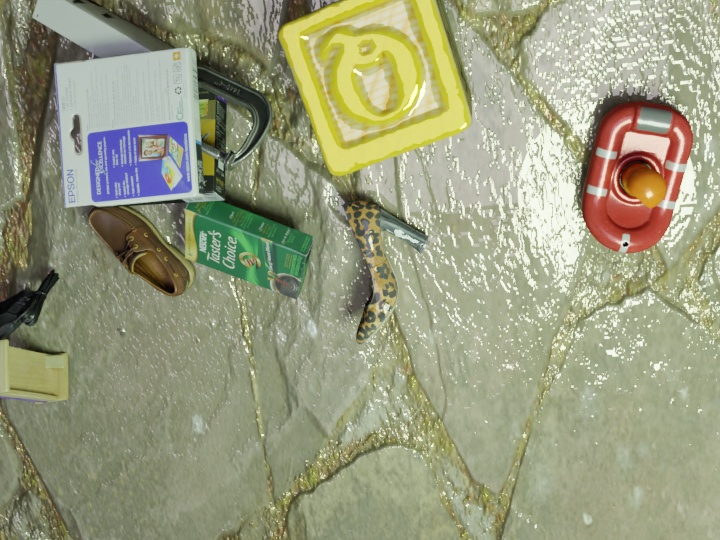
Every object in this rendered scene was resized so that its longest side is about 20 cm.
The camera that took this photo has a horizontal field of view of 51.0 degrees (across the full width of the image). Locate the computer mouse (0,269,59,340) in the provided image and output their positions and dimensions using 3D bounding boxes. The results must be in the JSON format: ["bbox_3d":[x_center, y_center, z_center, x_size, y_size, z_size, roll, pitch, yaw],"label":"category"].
[{"bbox_3d":[-0.582,0.089,1.255,0.197,0.142,0.046,-28,118,18],"label":"computer mouse"}]

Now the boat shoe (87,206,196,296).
[{"bbox_3d":[-0.354,-0.033,1.207,0.199,0.068,0.072,40,111,-7],"label":"boat shoe"}]

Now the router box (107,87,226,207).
[{"bbox_3d":[-0.297,-0.181,1.113,0.194,0.052,0.162,-3,80,10],"label":"router box"}]

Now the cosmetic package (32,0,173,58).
[{"bbox_3d":[-0.358,-0.336,1.086,0.197,0.083,0.051,30,113,-4],"label":"cosmetic package"}]

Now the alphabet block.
[{"bbox_3d":[0.029,-0.262,0.982,0.192,0.201,0.199,-19,108,15],"label":"alphabet block"}]

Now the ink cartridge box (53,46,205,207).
[{"bbox_3d":[-0.315,-0.192,1.035,0.194,0.043,0.204,-4,90,8],"label":"ink cartridge box"}]

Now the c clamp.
[{"bbox_3d":[-0.226,-0.202,1.068,0.196,0.027,0.174,20,79,13],"label":"c clamp"}]

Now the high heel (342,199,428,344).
[{"bbox_3d":[0.000,0.000,1.158,0.140,0.071,0.203,27,96,-9],"label":"high heel"}]

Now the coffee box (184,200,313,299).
[{"bbox_3d":[-0.175,-0.035,1.166,0.196,0.045,0.124,21,142,0],"label":"coffee box"}]

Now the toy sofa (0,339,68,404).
[{"bbox_3d":[-0.571,0.173,1.243,0.095,0.200,0.085,-9,76,5],"label":"toy sofa"}]

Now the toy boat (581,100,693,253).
[{"bbox_3d":[0.379,-0.119,1.027,0.127,0.131,0.205,9,112,5],"label":"toy boat"}]
